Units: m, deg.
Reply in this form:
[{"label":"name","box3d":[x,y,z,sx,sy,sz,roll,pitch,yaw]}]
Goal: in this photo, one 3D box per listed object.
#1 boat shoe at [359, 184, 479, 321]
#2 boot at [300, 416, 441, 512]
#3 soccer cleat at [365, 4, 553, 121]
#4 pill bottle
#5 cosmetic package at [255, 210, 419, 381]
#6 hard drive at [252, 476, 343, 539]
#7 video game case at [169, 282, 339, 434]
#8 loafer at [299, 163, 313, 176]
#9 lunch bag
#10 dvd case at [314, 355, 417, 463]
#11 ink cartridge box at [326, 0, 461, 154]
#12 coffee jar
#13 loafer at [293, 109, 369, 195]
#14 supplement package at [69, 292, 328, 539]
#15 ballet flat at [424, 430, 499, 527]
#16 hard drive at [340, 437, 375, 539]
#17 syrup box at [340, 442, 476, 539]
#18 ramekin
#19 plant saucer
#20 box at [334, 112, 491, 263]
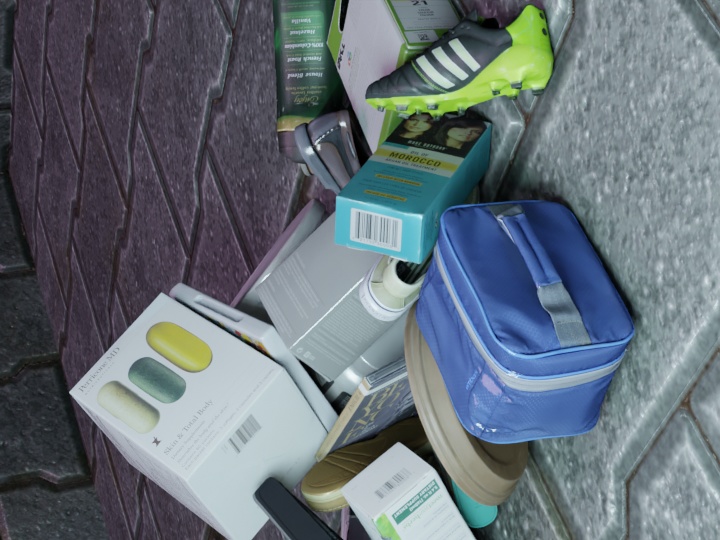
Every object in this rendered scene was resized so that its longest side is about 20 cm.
[{"label":"boat shoe","box3d":[0.068,-0.033,1.316,0.072,0.201,0.062,40,142,-10]},{"label":"boot","box3d":[0.022,0.254,1.485,0.072,0.199,0.157,11,112,39]},{"label":"soccer cleat","box3d":[0.087,-0.185,1.273,0.199,0.067,0.082,-7,78,40]},{"label":"pill bottle","box3d":[0.001,0.103,1.576,0.200,0.115,0.117,129,129,-60]},{"label":"cosmetic package","box3d":[0.000,0.000,1.443,0.090,0.200,0.107,41,-167,-44]},{"label":"hard drive","box3d":[-0.012,0.298,1.422,0.200,0.033,0.139,48,173,-35]},{"label":"video game case","box3d":[-0.105,0.107,1.545,0.181,0.023,0.201,22,152,48]},{"label":"loafer","box3d":[-0.052,-0.213,1.666,0.072,0.062,0.202,-41,-57,-75]},{"label":"lunch bag","box3d":[0.135,0.028,1.192,0.133,0.135,0.201,106,150,-44]},{"label":"dvd case","box3d":[0.039,0.126,1.449,0.016,0.148,0.200,56,150,17]},{"label":"ink cartridge box","box3d":[0.035,-0.226,1.429,0.148,0.075,0.201,104,154,-45]},{"label":"coffee jar","box3d":[-0.051,-0.218,1.585,0.104,0.085,0.202,-19,-73,-79]},{"label":"loafer","box3d":[0.005,-0.094,1.483,0.200,0.063,0.072,46,-160,-46]},{"label":"supplement package","box3d":[-0.168,0.156,1.501,0.199,0.152,0.151,28,158,37]},{"label":"ballet flat","box3d":[0.095,0.161,1.419,0.068,0.067,0.202,-118,19,-69]},{"label":"hard drive","box3d":[-0.002,0.277,1.651,0.200,0.037,0.141,-90,4,-60]},{"label":"syrup box","box3d":[0.069,0.277,1.411,0.201,0.079,0.081,60,165,-26]},{"label":"ramekin","box3d":[-0.078,0.023,1.658,0.094,0.203,0.202,38,156,-7]},{"label":"plant saucer","box3d":[0.102,0.113,1.294,0.029,0.200,0.202,-22,72,24]},{"label":"box","box3d":[0.051,-0.080,1.277,0.200,0.082,0.049,-53,-29,-53]}]
